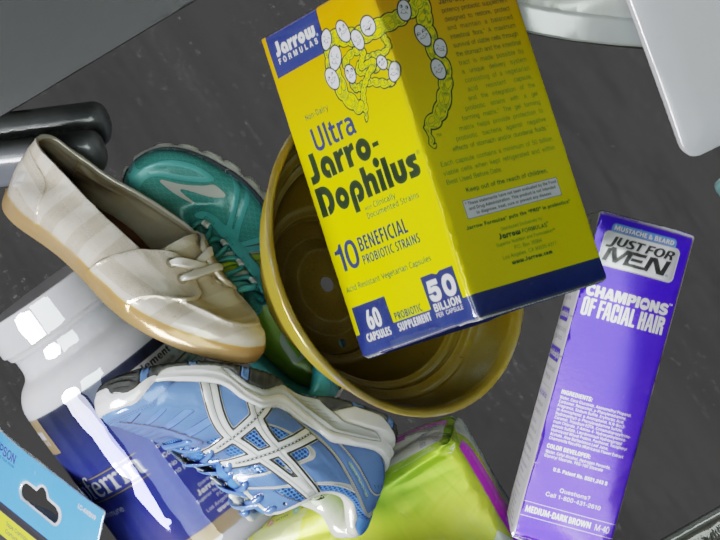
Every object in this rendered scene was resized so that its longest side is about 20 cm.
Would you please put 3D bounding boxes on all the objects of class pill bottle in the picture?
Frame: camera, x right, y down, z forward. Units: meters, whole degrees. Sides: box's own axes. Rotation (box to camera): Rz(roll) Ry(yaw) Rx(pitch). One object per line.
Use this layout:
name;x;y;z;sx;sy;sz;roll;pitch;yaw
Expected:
pill bottle;-0.143;0.090;1.358;0.116;0.116;0.200;-34;97;14

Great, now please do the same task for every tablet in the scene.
tablet;0.252;-0.163;1.253;0.200;0.014;0.131;-25;101;-16

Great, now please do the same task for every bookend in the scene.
bookend;-0.167;-0.172;1.261;0.200;0.199;0.092;-30;99;8

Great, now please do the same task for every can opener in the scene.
can opener;-0.255;-0.062;1.377;0.199;0.053;0.067;-6;135;8

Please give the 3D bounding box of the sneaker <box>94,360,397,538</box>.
sneaker;-0.066;0.106;1.286;0.199;0.076;0.077;16;68;-24

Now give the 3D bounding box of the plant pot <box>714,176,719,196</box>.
plant pot;0.312;-0.013;1.247;0.200;0.200;0.188;-35;84;14

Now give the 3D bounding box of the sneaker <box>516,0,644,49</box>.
sneaker;0.164;-0.175;1.283;0.199;0.073;0.085;4;98;-4

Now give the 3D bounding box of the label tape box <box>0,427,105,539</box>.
label tape box;-0.193;0.218;1.383;0.143;0.066;0.201;26;111;47

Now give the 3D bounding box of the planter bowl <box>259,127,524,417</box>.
planter bowl;0.000;0.000;1.311;0.083;0.200;0.201;-23;103;48

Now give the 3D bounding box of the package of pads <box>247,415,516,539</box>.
package of pads;0.013;0.201;1.391;0.200;0.068;0.155;-29;99;12

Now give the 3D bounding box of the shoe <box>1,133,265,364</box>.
shoe;-0.135;-0.012;1.292;0.200;0.070;0.053;35;115;17

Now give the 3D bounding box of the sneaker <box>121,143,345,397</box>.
sneaker;-0.075;0.002;1.346;0.077;0.080;0.200;-39;96;14

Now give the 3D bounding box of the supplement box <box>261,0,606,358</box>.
supplement box;0.041;-0.065;1.236;0.109;0.109;0.201;-22;84;50

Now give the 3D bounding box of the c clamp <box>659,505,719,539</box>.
c clamp;0.277;0.221;1.384;0.200;0.027;0.171;-26;100;12

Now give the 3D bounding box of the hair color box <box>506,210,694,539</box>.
hair color box;0.144;0.067;1.298;0.065;0.109;0.201;14;91;2
